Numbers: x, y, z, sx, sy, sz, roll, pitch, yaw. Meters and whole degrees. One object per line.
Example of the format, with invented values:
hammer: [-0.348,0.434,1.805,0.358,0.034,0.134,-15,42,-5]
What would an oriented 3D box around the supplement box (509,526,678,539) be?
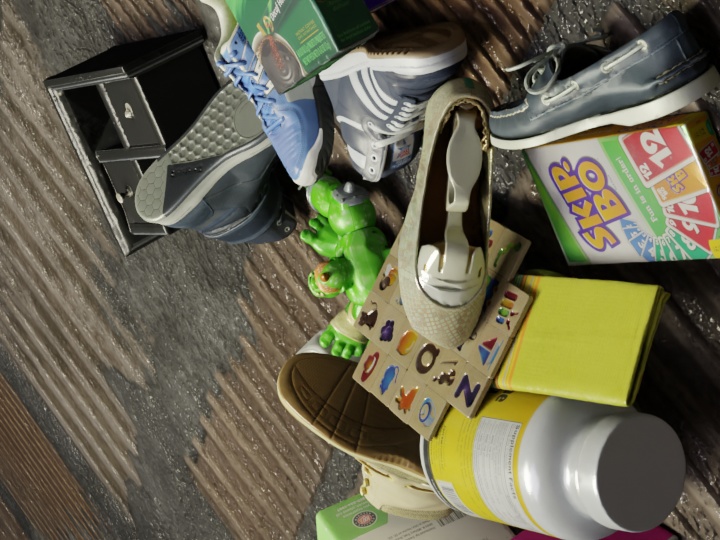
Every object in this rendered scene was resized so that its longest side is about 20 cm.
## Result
supplement box: [0.197,0.293,1.449,0.101,0.103,0.200,31,142,45]

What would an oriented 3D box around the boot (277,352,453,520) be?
boot: [0.011,0.146,1.498,0.200,0.073,0.155,24,159,-4]

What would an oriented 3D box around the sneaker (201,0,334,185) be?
sneaker: [-0.078,-0.160,1.448,0.076,0.077,0.201,-44,60,57]

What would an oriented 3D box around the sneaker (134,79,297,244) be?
sneaker: [-0.086,-0.100,1.586,0.202,0.146,0.077,-38,56,24]

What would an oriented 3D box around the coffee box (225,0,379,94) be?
coffee box: [-0.073,-0.240,1.316,0.200,0.044,0.123,62,153,-4]

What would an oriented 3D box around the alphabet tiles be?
alphabet tiles: [0.059,0.032,1.353,0.167,0.006,0.200,-64,31,6]

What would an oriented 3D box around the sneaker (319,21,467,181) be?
sneaker: [0.035,-0.126,1.349,0.200,0.070,0.109,9,120,65]

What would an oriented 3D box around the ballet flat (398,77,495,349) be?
ballet flat: [0.063,-0.037,1.264,0.062,0.067,0.201,-115,27,-78]

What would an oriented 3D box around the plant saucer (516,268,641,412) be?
plant saucer: [0.147,0.089,1.394,0.200,0.048,0.200,-15,103,62]

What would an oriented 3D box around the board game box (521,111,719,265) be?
board game box: [0.183,-0.053,1.222,0.200,0.030,0.096,-1,115,62]

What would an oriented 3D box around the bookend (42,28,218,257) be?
bookend: [-0.197,-0.120,1.726,0.199,0.092,0.200,4,120,58]

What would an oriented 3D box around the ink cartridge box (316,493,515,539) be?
ink cartridge box: [0.070,0.278,1.565,0.200,0.145,0.084,51,153,42]

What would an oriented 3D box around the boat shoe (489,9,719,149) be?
boat shoe: [0.148,-0.123,1.158,0.200,0.075,0.062,-8,111,60]

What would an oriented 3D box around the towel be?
towel: [0.137,0.047,1.246,0.200,0.018,0.086,4,75,58]

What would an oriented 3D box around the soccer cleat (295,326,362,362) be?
soccer cleat: [0.020,0.127,1.614,0.200,0.077,0.069,44,149,29]

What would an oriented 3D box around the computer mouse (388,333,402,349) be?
computer mouse: [0.063,0.088,1.483,0.059,0.034,0.200,58,-179,23]

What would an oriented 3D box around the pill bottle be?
pill bottle: [0.139,0.134,1.277,0.200,0.112,0.112,3,119,58]

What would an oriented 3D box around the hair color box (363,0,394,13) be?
hair color box: [-0.044,-0.281,1.343,0.200,0.065,0.109,62,154,-7]

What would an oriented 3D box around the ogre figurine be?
ogre figurine: [0.000,0.000,1.514,0.120,0.098,0.201,135,137,-74]
